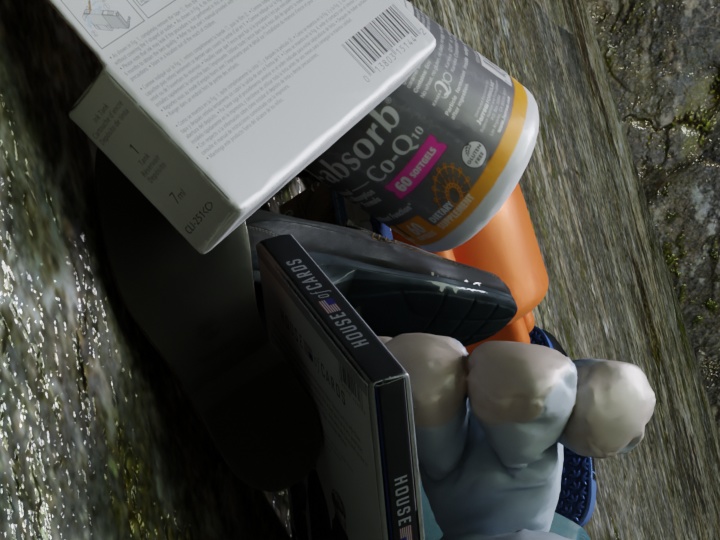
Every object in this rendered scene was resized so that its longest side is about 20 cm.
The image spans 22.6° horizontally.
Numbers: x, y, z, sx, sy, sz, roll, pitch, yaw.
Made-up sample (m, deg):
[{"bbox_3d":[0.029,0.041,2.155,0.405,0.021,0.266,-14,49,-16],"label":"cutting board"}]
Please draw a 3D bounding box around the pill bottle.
[{"bbox_3d":[-0.003,-0.107,1.043,0.199,0.116,0.117,32,34,-20],"label":"pill bottle"}]

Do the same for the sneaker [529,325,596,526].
[{"bbox_3d":[0.189,0.150,1.711,0.078,0.070,0.202,26,50,-62],"label":"sneaker"}]

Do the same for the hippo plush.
[{"bbox_3d":[0.055,0.125,0.958,0.200,0.158,0.163,160,-62,-72],"label":"hippo plush"}]

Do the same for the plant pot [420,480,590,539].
[{"bbox_3d":[0.089,0.226,1.164,0.200,0.134,0.202,-14,90,-74],"label":"plant pot"}]

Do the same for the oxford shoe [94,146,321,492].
[{"bbox_3d":[-0.085,0.014,0.904,0.202,0.071,0.071,70,-14,-12],"label":"oxford shoe"}]

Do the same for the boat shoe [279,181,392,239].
[{"bbox_3d":[-0.010,0.037,1.097,0.072,0.072,0.202,51,28,-56],"label":"boat shoe"}]

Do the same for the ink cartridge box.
[{"bbox_3d":[-0.074,-0.127,0.890,0.176,0.045,0.200,47,43,-1],"label":"ink cartridge box"}]

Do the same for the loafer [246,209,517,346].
[{"bbox_3d":[0.000,0.000,1.016,0.198,0.073,0.073,10,49,-31],"label":"loafer"}]

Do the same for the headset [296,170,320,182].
[{"bbox_3d":[-0.008,-0.086,1.165,0.200,0.123,0.095,44,52,-38],"label":"headset"}]

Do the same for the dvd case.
[{"bbox_3d":[-0.008,0.101,0.922,0.150,0.025,0.202,-132,-149,-53],"label":"dvd case"}]

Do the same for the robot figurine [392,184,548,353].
[{"bbox_3d":[0.074,-0.028,1.380,0.143,0.116,0.202,-32,113,-32],"label":"robot figurine"}]
